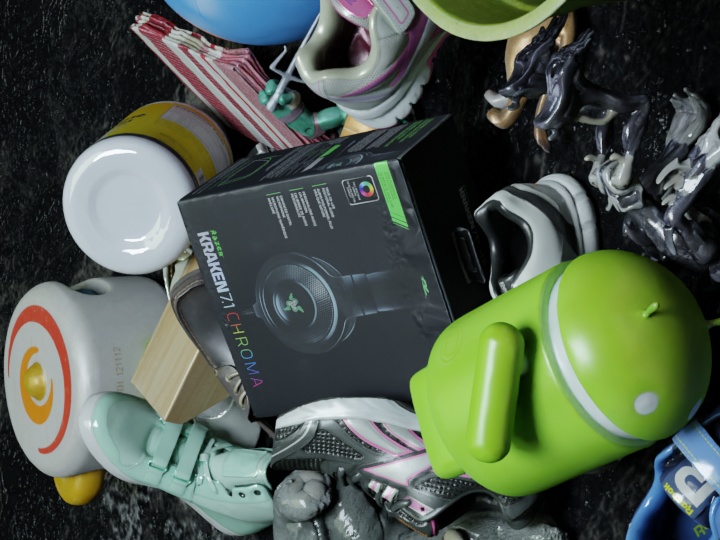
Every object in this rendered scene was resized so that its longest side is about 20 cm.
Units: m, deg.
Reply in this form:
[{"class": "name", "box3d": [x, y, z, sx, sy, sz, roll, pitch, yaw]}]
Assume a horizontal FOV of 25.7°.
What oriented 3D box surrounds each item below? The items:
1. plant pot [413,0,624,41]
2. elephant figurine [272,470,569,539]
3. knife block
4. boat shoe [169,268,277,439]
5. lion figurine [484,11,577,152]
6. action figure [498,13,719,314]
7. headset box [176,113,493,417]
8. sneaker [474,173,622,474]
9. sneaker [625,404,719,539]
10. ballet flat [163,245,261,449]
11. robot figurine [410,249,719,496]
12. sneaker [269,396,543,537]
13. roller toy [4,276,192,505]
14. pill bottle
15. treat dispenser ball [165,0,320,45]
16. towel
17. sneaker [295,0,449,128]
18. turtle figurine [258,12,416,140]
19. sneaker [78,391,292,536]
[{"class": "plant pot", "box3d": [0.143, -0.229, 0.896, 0.199, 0.189, 0.202, 6, 98, 52]}, {"class": "elephant figurine", "box3d": [0.034, 0.215, 1.139, 0.199, 0.141, 0.156, 35, 150, 28]}, {"class": "knife block", "box3d": [-0.105, 0.004, 1.263, 0.064, 0.199, 0.177, 39, 152, 45]}, {"class": "boat shoe", "box3d": [-0.068, 0.078, 1.213, 0.074, 0.200, 0.073, -40, 22, 10]}, {"class": "lion figurine", "box3d": [0.096, -0.186, 1.072, 0.200, 0.072, 0.123, 47, 109, 22]}, {"class": "action figure", "box3d": [0.179, -0.063, 0.921, 0.102, 0.200, 0.119, -47, 18, -1]}, {"class": "headset box", "box3d": [0.000, 0.000, 1.096, 0.199, 0.093, 0.175, -8, 109, 31]}, {"class": "sneaker", "box3d": [0.123, 0.037, 1.036, 0.074, 0.080, 0.202, -27, 73, 48]}, {"class": "sneaker", "box3d": [0.222, 0.109, 0.905, 0.074, 0.082, 0.201, 53, 130, 38]}, {"class": "ballet flat", "box3d": [-0.139, 0.067, 1.384, 0.069, 0.069, 0.202, -34, 65, 49]}, {"class": "robot figurine", "box3d": [0.119, 0.061, 0.927, 0.199, 0.175, 0.117, -31, 65, 40]}, {"class": "sneaker", "box3d": [0.031, 0.136, 1.067, 0.198, 0.080, 0.087, -1, 70, 14]}, {"class": "roller toy", "box3d": [-0.253, 0.101, 1.487, 0.183, 0.139, 0.201, 59, 136, 32]}, {"class": "pill bottle", "box3d": [-0.168, -0.078, 1.314, 0.200, 0.111, 0.113, -67, -11, -71]}, {"class": "treat dispenser ball", "box3d": [-0.073, -0.269, 1.168, 0.200, 0.200, 0.203, 6, 97, 52]}, {"class": "towel", "box3d": [-0.099, -0.143, 1.279, 0.023, 0.144, 0.200, -49, 36, -8]}, {"class": "sneaker", "box3d": [0.027, -0.182, 1.021, 0.081, 0.088, 0.201, 41, 113, 28]}, {"class": "turtle figurine", "box3d": [0.001, -0.085, 1.168, 0.149, 0.100, 0.202, 24, 115, 24]}, {"class": "sneaker", "box3d": [-0.130, 0.149, 1.309, 0.118, 0.200, 0.074, -24, 40, 45]}]
